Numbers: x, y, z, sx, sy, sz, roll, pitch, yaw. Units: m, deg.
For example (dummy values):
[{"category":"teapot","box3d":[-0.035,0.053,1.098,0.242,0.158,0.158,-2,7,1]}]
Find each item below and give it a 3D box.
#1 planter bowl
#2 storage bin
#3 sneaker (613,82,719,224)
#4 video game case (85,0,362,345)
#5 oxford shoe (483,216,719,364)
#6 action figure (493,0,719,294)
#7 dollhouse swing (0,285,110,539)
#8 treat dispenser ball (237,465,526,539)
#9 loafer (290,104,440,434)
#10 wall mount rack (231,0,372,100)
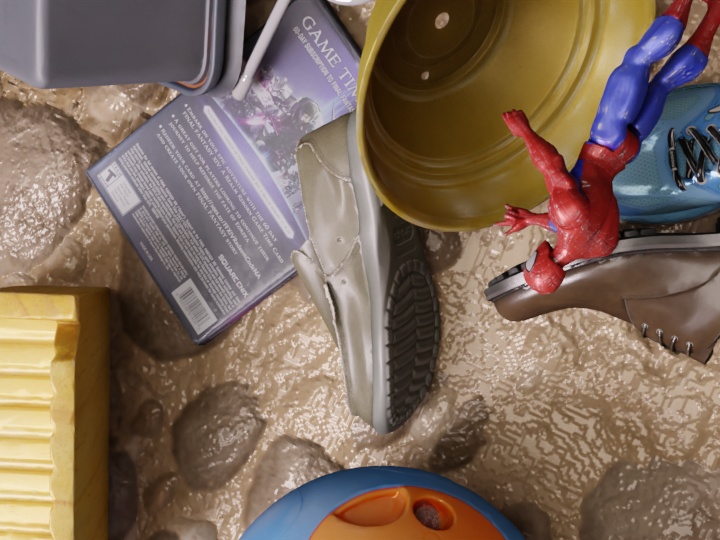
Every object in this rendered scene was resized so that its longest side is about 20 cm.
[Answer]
[{"category":"planter bowl","box3d":[0.065,-0.128,0.772,0.201,0.200,0.083,-53,46,11]},{"category":"storage bin","box3d":[-0.162,-0.204,0.809,0.145,0.134,0.200,27,121,38]},{"category":"sneaker","box3d":[0.215,-0.078,0.748,0.200,0.090,0.079,-15,85,20]},{"category":"video game case","box3d":[-0.068,-0.066,0.879,0.200,0.019,0.143,-36,80,14]},{"category":"oxford shoe","box3d":[0.169,0.015,0.773,0.200,0.073,0.085,-8,89,18]},{"category":"action figure","box3d":[0.122,-0.083,0.747,0.099,0.065,0.200,18,79,42]},{"category":"dollhouse swing","box3d":[-0.255,0.110,0.869,0.175,0.182,0.201,1,91,-2]},{"category":"treat dispenser ball","box3d":[0.012,0.210,0.756,0.200,0.201,0.201,0,90,18]},{"category":"loafer","box3d":[0.000,0.000,0.828,0.070,0.075,0.200,-2,96,31]},{"category":"wall mount rack","box3d":[-0.053,-0.213,0.837,0.174,0.075,0.200,-38,70,8]}]
